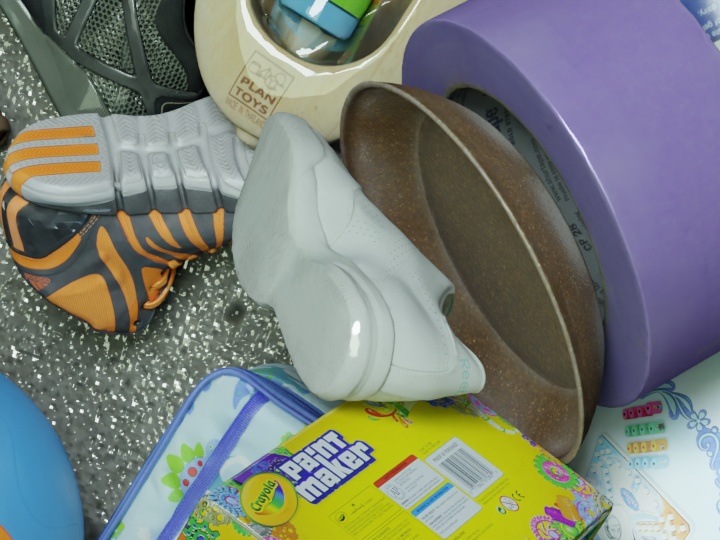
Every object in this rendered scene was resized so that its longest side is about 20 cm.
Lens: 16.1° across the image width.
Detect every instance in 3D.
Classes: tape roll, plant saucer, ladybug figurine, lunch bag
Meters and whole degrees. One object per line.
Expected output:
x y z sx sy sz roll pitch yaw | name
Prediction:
0.107 -0.043 1.182 0.085 0.200 0.200 -29 84 -18 | tape roll
0.058 -0.004 1.181 0.037 0.200 0.201 -29 84 -18 | plant saucer
-0.005 -0.149 1.273 0.136 0.072 0.200 36 94 7 | ladybug figurine
-0.058 0.157 1.313 0.161 0.082 0.200 38 102 14 | lunch bag

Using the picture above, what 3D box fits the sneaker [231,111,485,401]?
0.000 0.000 1.182 0.088 0.200 0.075 10 122 -25 | sneaker

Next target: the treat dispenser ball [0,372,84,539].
-0.239 0.133 1.270 0.200 0.201 0.202 1 94 17 | treat dispenser ball

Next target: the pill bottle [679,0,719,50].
0.185 -0.104 1.207 0.111 0.111 0.200 -26 86 16 | pill bottle

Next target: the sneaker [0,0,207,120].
-0.138 -0.166 1.321 0.114 0.076 0.200 -32 87 14 | sneaker

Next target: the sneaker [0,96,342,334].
-0.087 -0.028 1.316 0.199 0.078 0.112 -1 136 -8 | sneaker

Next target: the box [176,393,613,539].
-0.014 0.171 1.128 0.122 0.200 0.193 36 118 14 | box

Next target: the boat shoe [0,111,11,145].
-0.262 -0.018 1.365 0.075 0.075 0.203 38 102 11 | boat shoe

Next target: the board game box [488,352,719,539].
0.148 0.142 1.225 0.199 0.043 0.201 -19 72 10 | board game box
